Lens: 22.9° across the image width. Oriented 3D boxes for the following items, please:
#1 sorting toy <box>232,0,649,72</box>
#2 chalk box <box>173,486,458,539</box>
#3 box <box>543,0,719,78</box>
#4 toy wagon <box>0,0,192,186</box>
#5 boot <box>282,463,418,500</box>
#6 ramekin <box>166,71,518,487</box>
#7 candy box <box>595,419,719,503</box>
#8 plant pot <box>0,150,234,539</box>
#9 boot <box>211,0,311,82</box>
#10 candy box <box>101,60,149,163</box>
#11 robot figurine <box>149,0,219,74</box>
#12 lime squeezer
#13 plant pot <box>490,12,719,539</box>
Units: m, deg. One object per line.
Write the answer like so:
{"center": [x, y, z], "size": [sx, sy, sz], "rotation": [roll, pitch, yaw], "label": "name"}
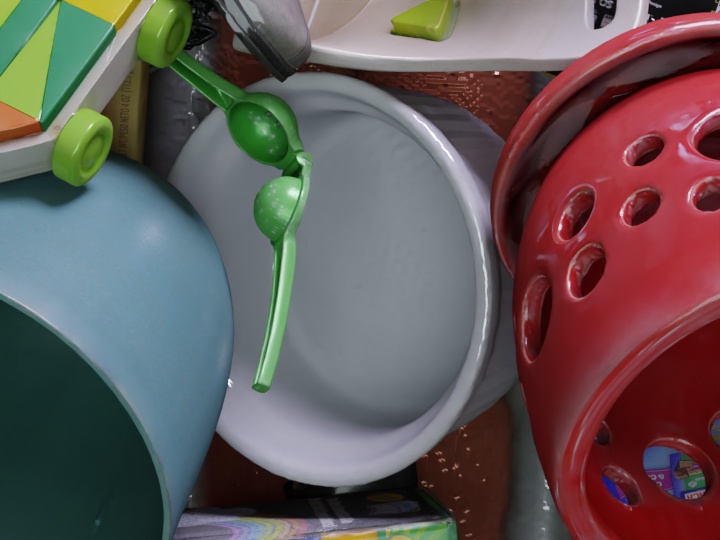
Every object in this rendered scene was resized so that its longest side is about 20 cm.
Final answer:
{"center": [0.064, -0.166, 0.835], "size": [0.179, 0.107, 0.201], "rotation": [16, 83, 34], "label": "sorting toy"}
{"center": [-0.008, 0.182, 0.897], "size": [0.198, 0.124, 0.125], "rotation": [-4, 91, -5], "label": "chalk box"}
{"center": [0.207, -0.140, 0.868], "size": [0.199, 0.049, 0.161], "rotation": [20, 75, 6], "label": "box"}
{"center": [-0.153, -0.129, 0.793], "size": [0.154, 0.040, 0.201], "rotation": [26, 65, 13], "label": "toy wagon"}
{"center": [-0.053, 0.170, 0.988], "size": [0.198, 0.077, 0.140], "rotation": [-9, 97, -7], "label": "boot"}
{"center": [0.000, 0.000, 0.897], "size": [0.199, 0.097, 0.202], "rotation": [5, 99, 32], "label": "ramekin"}
{"center": [0.193, 0.116, 0.918], "size": [0.168, 0.077, 0.201], "rotation": [-13, 120, 6], "label": "candy box"}
{"center": [-0.149, 0.035, 0.821], "size": [0.199, 0.161, 0.202], "rotation": [11, 128, 15], "label": "plant pot"}
{"center": [-0.027, -0.196, 0.800], "size": [0.130, 0.068, 0.201], "rotation": [-24, 69, 9], "label": "boot"}
{"center": [-0.172, -0.039, 0.917], "size": [0.116, 0.057, 0.201], "rotation": [6, 123, -5], "label": "candy box"}
{"center": [-0.156, -0.154, 0.932], "size": [0.199, 0.058, 0.145], "rotation": [-35, 97, 11], "label": "robot figurine"}
{"center": [-0.051, -0.044, 0.819], "size": [0.038, 0.070, 0.201], "rotation": [-34, 70, 38], "label": "lime squeezer"}
{"center": [0.157, 0.008, 0.755], "size": [0.199, 0.183, 0.201], "rotation": [-6, 132, -7], "label": "plant pot"}
